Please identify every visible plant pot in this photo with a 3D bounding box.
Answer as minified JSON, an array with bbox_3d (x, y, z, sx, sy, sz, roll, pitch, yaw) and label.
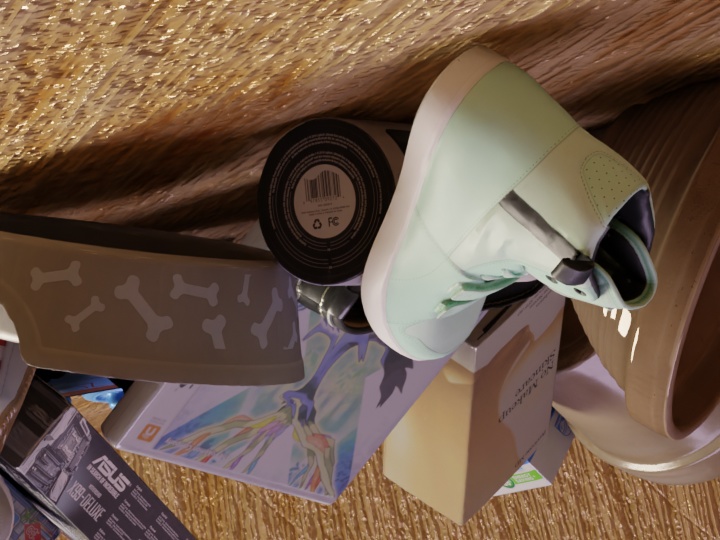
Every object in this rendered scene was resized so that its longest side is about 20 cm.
[{"bbox_3d":[0.184,0.035,1.786,0.199,0.201,0.173,-15,157,35],"label":"plant pot"},{"bbox_3d":[0.163,-0.022,1.337,0.092,0.202,0.201,23,-174,19],"label":"plant pot"}]

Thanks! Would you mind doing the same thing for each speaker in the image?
[{"bbox_3d":[0.034,-0.032,1.295,0.081,0.082,0.200,-15,172,31],"label":"speaker"}]

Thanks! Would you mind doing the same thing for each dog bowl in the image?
[{"bbox_3d":[-0.122,0.011,1.261,0.199,0.059,0.200,8,-177,0],"label":"dog bowl"}]

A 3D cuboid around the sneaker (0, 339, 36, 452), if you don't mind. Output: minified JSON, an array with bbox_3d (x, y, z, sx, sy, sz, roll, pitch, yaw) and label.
[{"bbox_3d":[-0.228,0.057,1.316,0.112,0.071,0.200,25,-155,-7],"label":"sneaker"}]

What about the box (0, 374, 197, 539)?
[{"bbox_3d":[-0.186,0.106,1.506,0.157,0.050,0.200,32,165,38],"label":"box"}]

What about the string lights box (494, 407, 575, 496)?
[{"bbox_3d":[0.051,0.078,1.868,0.200,0.059,0.103,43,146,-22],"label":"string lights box"}]

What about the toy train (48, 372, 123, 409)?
[{"bbox_3d":[-0.157,0.040,1.624,0.199,0.087,0.114,-8,164,-5],"label":"toy train"}]

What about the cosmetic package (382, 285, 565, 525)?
[{"bbox_3d":[0.072,0.061,1.659,0.105,0.071,0.201,-44,154,-28],"label":"cosmetic package"}]

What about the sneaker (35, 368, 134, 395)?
[{"bbox_3d":[-0.108,0.033,1.478,0.199,0.088,0.074,4,174,-23],"label":"sneaker"}]

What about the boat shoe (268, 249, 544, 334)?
[{"bbox_3d":[0.040,0.005,1.416,0.199,0.072,0.068,0,-152,-46],"label":"boat shoe"}]

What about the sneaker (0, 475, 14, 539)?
[{"bbox_3d":[-0.270,0.105,1.360,0.199,0.075,0.082,32,-164,-23],"label":"sneaker"}]

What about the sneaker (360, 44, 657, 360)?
[{"bbox_3d":[0.069,0.003,1.162,0.074,0.118,0.201,-40,159,-29],"label":"sneaker"}]

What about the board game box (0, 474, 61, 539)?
[{"bbox_3d":[-0.291,0.083,1.483,0.062,0.200,0.200,-48,-149,-13],"label":"board game box"}]

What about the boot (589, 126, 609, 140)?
[{"bbox_3d":[0.148,-0.037,1.518,0.186,0.065,0.199,-33,164,39],"label":"boot"}]

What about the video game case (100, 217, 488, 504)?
[{"bbox_3d":[-0.027,0.045,1.470,0.183,0.022,0.200,-52,143,14],"label":"video game case"}]
